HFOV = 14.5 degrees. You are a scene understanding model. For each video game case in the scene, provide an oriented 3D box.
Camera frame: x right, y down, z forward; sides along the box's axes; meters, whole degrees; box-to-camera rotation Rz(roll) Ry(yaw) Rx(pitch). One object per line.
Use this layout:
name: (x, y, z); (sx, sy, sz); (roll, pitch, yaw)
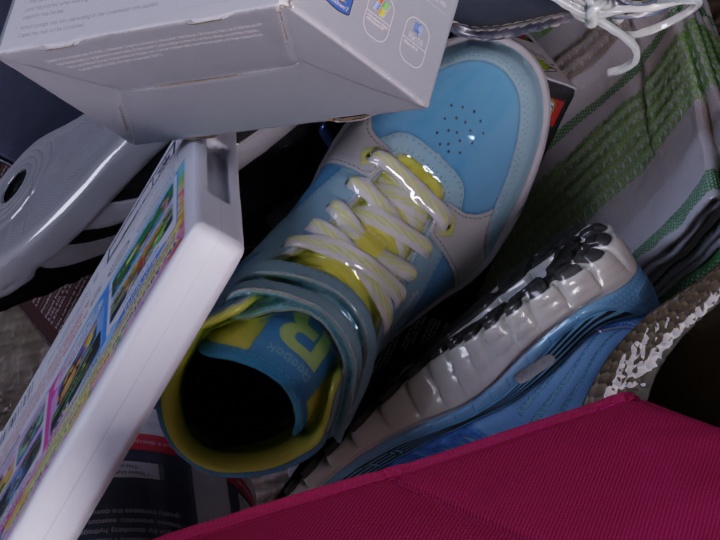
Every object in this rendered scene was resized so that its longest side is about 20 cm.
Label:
video game case: (-0.100, 0.048, 1.026); (0.200, 0.024, 0.182); (-59, 11, 12)

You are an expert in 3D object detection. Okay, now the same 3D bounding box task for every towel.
towel: (0.085, -0.056, 1.118); (0.149, 0.031, 0.200); (-44, 40, 32)

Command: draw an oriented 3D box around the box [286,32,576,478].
box: (0.015, -0.014, 1.159); (0.200, 0.035, 0.110); (-65, 26, 20)

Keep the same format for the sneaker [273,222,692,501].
sneaker: (0.043, 0.071, 1.046); (0.200, 0.090, 0.078); (-38, 7, 36)

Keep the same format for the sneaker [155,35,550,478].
sneaker: (0.000, 0.000, 1.024); (0.200, 0.079, 0.131); (-52, 3, 6)

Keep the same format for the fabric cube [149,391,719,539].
fabric cube: (0.065, 0.167, 0.804); (0.199, 0.200, 0.197); (20, 121, 57)

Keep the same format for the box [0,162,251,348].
box: (-0.110, -0.007, 1.311); (0.075, 0.100, 0.200); (-62, 34, 9)

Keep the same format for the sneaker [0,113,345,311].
sneaker: (-0.073, -0.021, 1.160); (0.200, 0.112, 0.073); (-38, 30, 30)

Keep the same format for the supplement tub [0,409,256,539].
supplement tub: (-0.102, 0.169, 1.159); (0.140, 0.140, 0.200); (-43, 40, 34)

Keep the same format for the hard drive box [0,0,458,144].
hard drive box: (-0.028, -0.155, 1.008); (0.156, 0.077, 0.201); (-3, 64, 45)

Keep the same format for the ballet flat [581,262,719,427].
ballet flat: (0.140, 0.023, 0.962); (0.200, 0.067, 0.046); (-50, 24, 17)

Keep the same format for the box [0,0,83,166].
box: (-0.145, -0.137, 1.272); (0.118, 0.196, 0.200); (-62, 2, 21)

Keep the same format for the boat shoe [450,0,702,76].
boat shoe: (0.095, -0.115, 0.972); (0.200, 0.075, 0.062); (-19, 54, 40)
